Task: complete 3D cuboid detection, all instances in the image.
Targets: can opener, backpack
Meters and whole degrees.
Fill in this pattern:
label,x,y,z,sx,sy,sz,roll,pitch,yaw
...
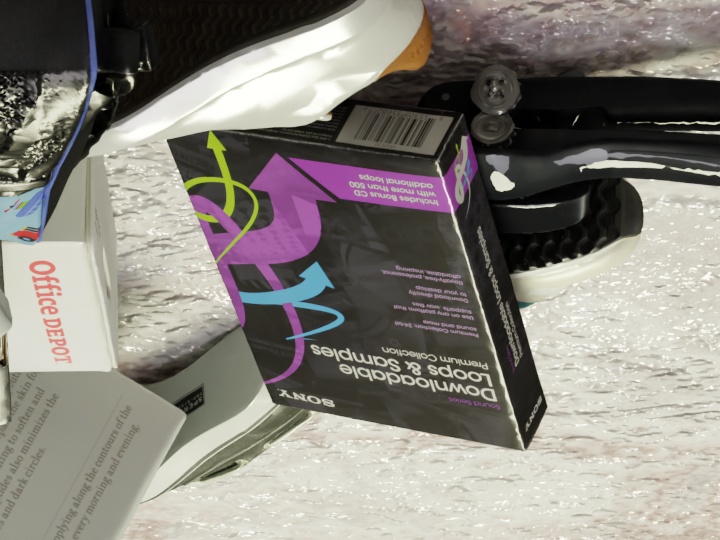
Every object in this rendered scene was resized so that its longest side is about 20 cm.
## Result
label,x,y,z,sx,sy,sz,roll,pitch,yaw
can opener,0.120,-0.061,1.081,0.200,0.064,0.079,-4,156,15
backpack,-0.153,-0.103,0.856,0.134,0.183,0.200,-3,160,-14

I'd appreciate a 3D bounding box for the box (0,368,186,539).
label,x,y,z,sx,sy,sz,roll,pitch,yaw
box,-0.231,0.142,1.294,0.171,0.199,0.200,32,148,-8

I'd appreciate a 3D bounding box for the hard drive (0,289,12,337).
label,x,y,z,sx,sy,sz,roll,pitch,yaw
hard drive,-0.242,-0.019,0.960,0.132,0.026,0.200,-26,131,3

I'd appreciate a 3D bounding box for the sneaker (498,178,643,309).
label,x,y,z,sx,sy,sz,roll,pitch,yaw
sneaker,0.063,-0.008,1.194,0.200,0.070,0.093,-13,155,34

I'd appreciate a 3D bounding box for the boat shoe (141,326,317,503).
label,x,y,z,sx,sy,sz,roll,pitch,yaw
boat shoe,-0.089,0.094,1.398,0.064,0.071,0.200,20,146,-35

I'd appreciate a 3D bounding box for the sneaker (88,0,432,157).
label,x,y,z,sx,sy,sz,roll,pitch,yaw
sneaker,-0.062,-0.078,1.031,0.200,0.073,0.085,-14,149,23

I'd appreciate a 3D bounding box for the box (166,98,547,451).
label,x,y,z,sx,sy,sz,roll,pitch,yaw
box,0.000,0.000,1.124,0.143,0.036,0.200,9,142,27

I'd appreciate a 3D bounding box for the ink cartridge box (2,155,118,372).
label,x,y,z,sx,sy,sz,roll,pitch,yaw
ink cartridge box,-0.218,-0.014,1.150,0.200,0.084,0.145,0,154,-1

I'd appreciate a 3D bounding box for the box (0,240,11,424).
label,x,y,z,sx,sy,sz,roll,pitch,yaw
box,-0.250,-0.007,1.014,0.200,0.050,0.199,-8,129,-13
